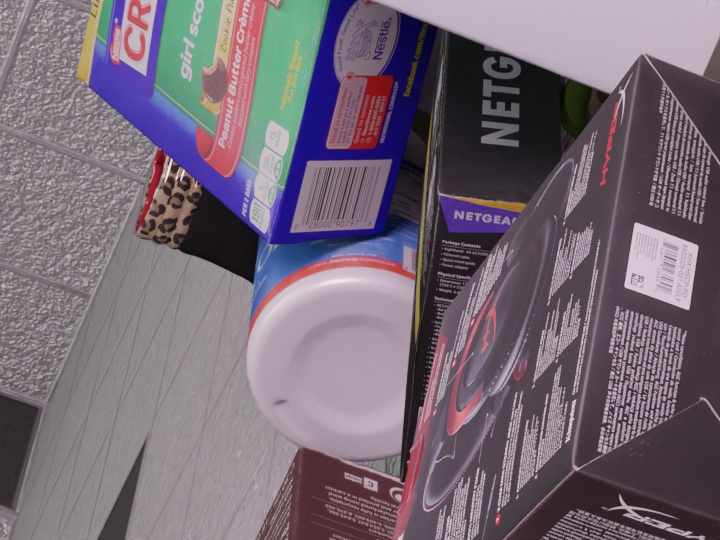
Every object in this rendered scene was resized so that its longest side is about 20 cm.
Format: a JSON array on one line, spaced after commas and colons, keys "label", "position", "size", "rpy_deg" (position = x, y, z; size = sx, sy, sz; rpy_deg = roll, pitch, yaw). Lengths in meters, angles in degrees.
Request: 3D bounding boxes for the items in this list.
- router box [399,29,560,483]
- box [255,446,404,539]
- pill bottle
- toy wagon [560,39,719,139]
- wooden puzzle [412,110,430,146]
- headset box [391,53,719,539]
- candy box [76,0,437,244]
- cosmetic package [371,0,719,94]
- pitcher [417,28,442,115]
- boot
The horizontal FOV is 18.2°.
[{"label": "router box", "position": [0.054, -0.028, 0.994], "size": [0.201, 0.052, 0.158], "rpy_deg": [-84, 0, -51]}, {"label": "box", "position": [-0.020, 0.187, 1.042], "size": [0.200, 0.074, 0.101], "rpy_deg": [-90, 23, -57]}, {"label": "pill bottle", "position": [0.000, 0.000, 1.177], "size": [0.200, 0.112, 0.113], "rpy_deg": [-88, 21, -60]}, {"label": "toy wagon", "position": [0.126, -0.098, 0.914], "size": [0.155, 0.039, 0.201], "rpy_deg": [137, 150, -68]}, {"label": "wooden puzzle", "position": [0.029, -0.157, 1.254], "size": [0.046, 0.185, 0.201], "rpy_deg": [28, 97, 39]}, {"label": "headset box", "position": [0.073, 0.050, 0.734], "size": [0.200, 0.075, 0.149], "rpy_deg": [124, 163, -55]}, {"label": "candy box", "position": [-0.050, -0.133, 1.112], "size": [0.200, 0.077, 0.170], "rpy_deg": [41, 124, 46]}, {"label": "cosmetic package", "position": [0.045, -0.125, 0.863], "size": [0.200, 0.150, 0.052], "rpy_deg": [-106, 35, -72]}, {"label": "pitcher", "position": [0.059, -0.189, 1.147], "size": [0.172, 0.121, 0.201], "rpy_deg": [44, 112, 49]}, {"label": "boot", "position": [-0.053, -0.078, 1.480], "size": [0.073, 0.150, 0.201], "rpy_deg": [145, 143, -72]}]
